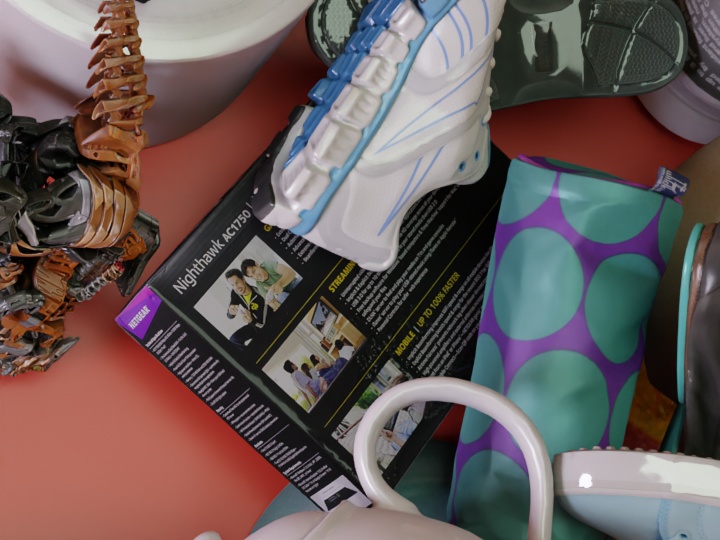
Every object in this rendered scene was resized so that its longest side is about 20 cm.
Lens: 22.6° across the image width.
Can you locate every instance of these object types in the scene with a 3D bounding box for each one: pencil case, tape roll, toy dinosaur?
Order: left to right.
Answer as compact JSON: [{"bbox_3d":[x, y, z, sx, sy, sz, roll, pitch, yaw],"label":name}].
[{"bbox_3d":[-0.144,-0.038,0.782,0.135,0.102,0.202,10,109,-28],"label":"toy dinosaur"},{"bbox_3d":[-0.114,-0.172,0.848,0.201,0.139,0.205,4,76,-17],"label":"tape roll"},{"bbox_3d":[0.096,0.049,0.837,0.092,0.085,0.202,13,87,-27],"label":"pencil case"}]

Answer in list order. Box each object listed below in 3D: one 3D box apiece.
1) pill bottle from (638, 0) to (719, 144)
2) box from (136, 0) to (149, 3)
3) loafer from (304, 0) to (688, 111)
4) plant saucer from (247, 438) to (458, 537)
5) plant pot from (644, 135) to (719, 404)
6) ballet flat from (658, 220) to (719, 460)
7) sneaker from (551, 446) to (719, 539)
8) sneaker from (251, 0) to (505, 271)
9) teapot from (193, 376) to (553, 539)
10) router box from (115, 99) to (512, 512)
[{"bbox_3d":[0.217,-0.147,0.921,0.113,0.200,0.115,6,69,-16],"label":"pill bottle"},{"bbox_3d":[-0.139,-0.229,0.753,0.199,0.049,0.161,28,71,-10],"label":"box"},{"bbox_3d":[0.063,-0.113,0.903,0.198,0.063,0.073,2,93,-17],"label":"loafer"},{"bbox_3d":[0.033,0.178,0.870,0.198,0.036,0.202,5,75,-18],"label":"plant saucer"},{"bbox_3d":[0.209,0.007,0.908,0.133,0.200,0.202,-4,76,12],"label":"plant pot"},{"bbox_3d":[0.169,0.066,0.820,0.068,0.201,0.068,14,44,14],"label":"ballet flat"},{"bbox_3d":[0.168,0.135,0.773,0.198,0.074,0.083,20,71,-13],"label":"sneaker"},{"bbox_3d":[0.036,-0.089,0.834,0.086,0.075,0.201,34,93,-22],"label":"sneaker"},{"bbox_3d":[-0.017,0.162,0.735,0.146,0.198,0.200,46,35,6],"label":"teapot"},{"bbox_3d":[0.000,0.000,0.877,0.149,0.051,0.200,43,57,-5],"label":"router box"}]
